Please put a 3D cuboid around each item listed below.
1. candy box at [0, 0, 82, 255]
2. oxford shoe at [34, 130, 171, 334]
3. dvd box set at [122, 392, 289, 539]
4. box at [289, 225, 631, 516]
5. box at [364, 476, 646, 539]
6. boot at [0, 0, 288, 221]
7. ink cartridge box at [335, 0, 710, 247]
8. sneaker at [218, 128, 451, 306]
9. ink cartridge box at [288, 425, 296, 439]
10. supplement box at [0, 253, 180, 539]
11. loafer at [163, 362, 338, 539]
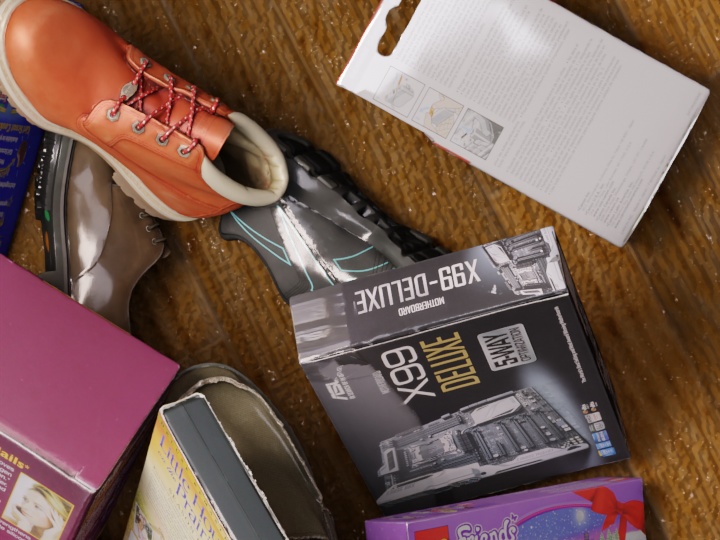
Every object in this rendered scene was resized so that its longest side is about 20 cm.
[{"bbox_3d":[-0.253,-0.081,1.728,0.077,0.169,0.200,18,94,13],"label":"candy box"},{"bbox_3d":[-0.159,-0.035,1.776,0.084,0.073,0.201,2,92,-12],"label":"oxford shoe"},{"bbox_3d":[-0.078,0.172,1.572,0.029,0.200,0.146,-23,68,-23],"label":"dvd box set"},{"bbox_3d":[0.061,0.063,1.682,0.157,0.200,0.050,-15,56,7],"label":"box"},{"bbox_3d":[0.092,0.200,1.690,0.039,0.200,0.137,-3,92,48],"label":"box"},{"bbox_3d":[-0.127,-0.098,1.683,0.200,0.107,0.075,39,69,-36],"label":"boot"},{"bbox_3d":[0.095,-0.109,1.721,0.200,0.050,0.109,29,95,-8],"label":"ink cartridge box"},{"bbox_3d":[0.000,0.000,1.755,0.200,0.075,0.079,40,106,13],"label":"sneaker"},{"bbox_3d":[-0.052,0.201,1.716,0.083,0.147,0.200,-21,90,-12],"label":"ink cartridge box"},{"bbox_3d":[-0.201,0.103,1.630,0.131,0.200,0.103,33,53,2],"label":"supplement box"},{"bbox_3d":[-0.046,0.141,1.613,0.075,0.070,0.200,-30,90,-12],"label":"loafer"}]
